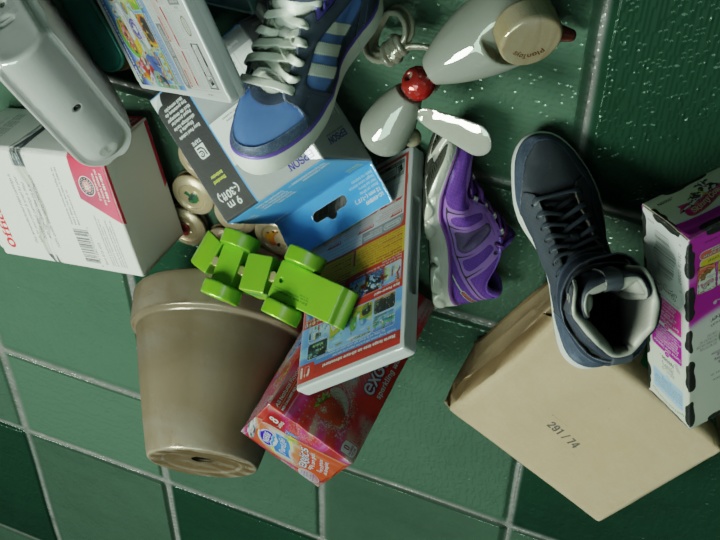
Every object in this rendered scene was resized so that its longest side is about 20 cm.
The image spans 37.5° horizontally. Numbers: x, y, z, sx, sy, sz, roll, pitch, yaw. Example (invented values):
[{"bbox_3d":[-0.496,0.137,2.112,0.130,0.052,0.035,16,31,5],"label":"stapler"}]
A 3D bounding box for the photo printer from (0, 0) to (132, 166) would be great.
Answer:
[{"bbox_3d":[-0.284,-0.192,0.948,0.167,0.069,0.200,55,177,24],"label":"photo printer"}]

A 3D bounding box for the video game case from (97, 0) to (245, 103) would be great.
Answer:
[{"bbox_3d":[-0.166,-0.206,0.834,0.199,0.018,0.145,21,141,57],"label":"video game case"}]

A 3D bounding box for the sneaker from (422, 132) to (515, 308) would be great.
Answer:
[{"bbox_3d":[0.099,-0.050,0.963,0.082,0.082,0.202,-2,137,8],"label":"sneaker"}]

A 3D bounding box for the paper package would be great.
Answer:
[{"bbox_3d":[0.217,0.116,1.013,0.199,0.104,0.191,37,137,-6],"label":"paper package"}]

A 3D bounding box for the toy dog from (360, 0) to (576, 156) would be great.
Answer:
[{"bbox_3d":[0.092,-0.161,0.836,0.095,0.134,0.198,18,156,-36],"label":"toy dog"}]

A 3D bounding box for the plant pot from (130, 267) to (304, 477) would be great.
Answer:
[{"bbox_3d":[-0.154,0.116,1.113,0.196,0.177,0.201,5,156,2],"label":"plant pot"}]

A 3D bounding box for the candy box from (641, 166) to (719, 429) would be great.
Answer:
[{"bbox_3d":[0.299,0.014,0.851,0.061,0.134,0.203,50,159,51],"label":"candy box"}]

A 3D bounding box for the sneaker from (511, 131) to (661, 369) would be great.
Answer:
[{"bbox_3d":[0.176,-0.022,0.840,0.076,0.146,0.206,-16,86,1],"label":"sneaker"}]

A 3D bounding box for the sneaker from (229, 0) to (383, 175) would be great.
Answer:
[{"bbox_3d":[-0.058,-0.191,0.799,0.080,0.202,0.147,21,159,28],"label":"sneaker"}]

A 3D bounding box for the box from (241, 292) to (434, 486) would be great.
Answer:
[{"bbox_3d":[-0.020,0.096,1.046,0.099,0.201,0.096,35,147,-5],"label":"box"}]

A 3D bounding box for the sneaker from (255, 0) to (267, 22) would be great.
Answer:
[{"bbox_3d":[-0.100,-0.278,0.869,0.082,0.075,0.201,14,144,58],"label":"sneaker"}]

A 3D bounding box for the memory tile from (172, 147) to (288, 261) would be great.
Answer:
[{"bbox_3d":[-0.125,-0.075,1.089,0.151,0.017,0.202,26,136,5],"label":"memory tile"}]

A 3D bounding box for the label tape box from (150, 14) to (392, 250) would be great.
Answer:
[{"bbox_3d":[-0.082,-0.111,0.961,0.142,0.066,0.202,-27,96,40],"label":"label tape box"}]

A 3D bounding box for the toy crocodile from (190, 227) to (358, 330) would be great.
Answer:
[{"bbox_3d":[-0.084,0.009,0.985,0.197,0.069,0.062,17,173,33],"label":"toy crocodile"}]

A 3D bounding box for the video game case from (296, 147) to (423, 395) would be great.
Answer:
[{"bbox_3d":[0.000,0.000,0.963,0.017,0.203,0.142,26,144,-35],"label":"video game case"}]

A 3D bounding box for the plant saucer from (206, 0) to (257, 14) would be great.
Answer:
[{"bbox_3d":[-0.152,-0.257,0.874,0.199,0.019,0.070,27,154,46],"label":"plant saucer"}]

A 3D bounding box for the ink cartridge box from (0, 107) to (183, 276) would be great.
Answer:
[{"bbox_3d":[-0.304,-0.086,1.119,0.197,0.085,0.147,8,130,27],"label":"ink cartridge box"}]

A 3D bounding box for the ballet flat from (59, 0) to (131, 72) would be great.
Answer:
[{"bbox_3d":[-0.248,-0.274,0.933,0.067,0.073,0.202,-12,121,37],"label":"ballet flat"}]
